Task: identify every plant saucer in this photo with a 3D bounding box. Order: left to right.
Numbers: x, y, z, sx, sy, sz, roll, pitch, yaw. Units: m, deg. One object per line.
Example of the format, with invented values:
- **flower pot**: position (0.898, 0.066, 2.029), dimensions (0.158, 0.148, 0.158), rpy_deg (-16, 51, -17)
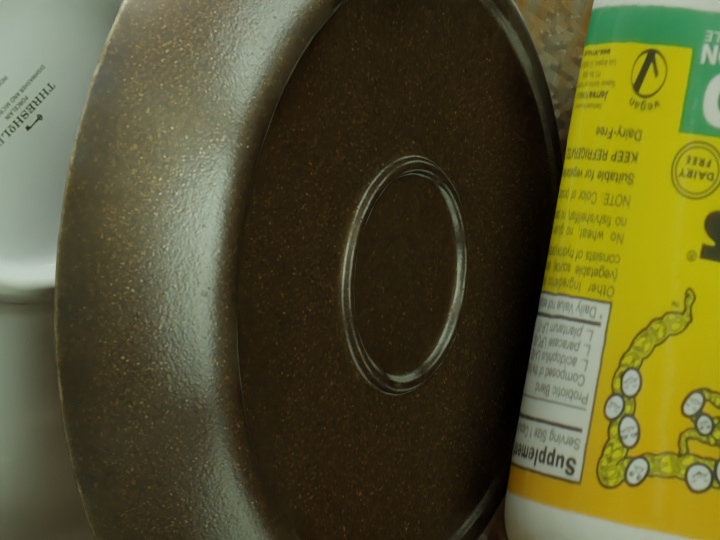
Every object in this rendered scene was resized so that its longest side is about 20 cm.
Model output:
- **plant saucer**: position (0.000, 0.000, 0.667), dimensions (0.200, 0.032, 0.202), rpy_deg (-14, 107, -56)

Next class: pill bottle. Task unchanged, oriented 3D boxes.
- **pill bottle**: position (0.096, 0.029, 0.689), dimensions (0.112, 0.113, 0.201), rpy_deg (11, 90, -24)

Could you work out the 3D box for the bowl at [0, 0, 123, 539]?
- **bowl**: position (-0.094, -0.030, 0.659), dimensions (0.200, 0.090, 0.202), rpy_deg (8, 73, -25)
